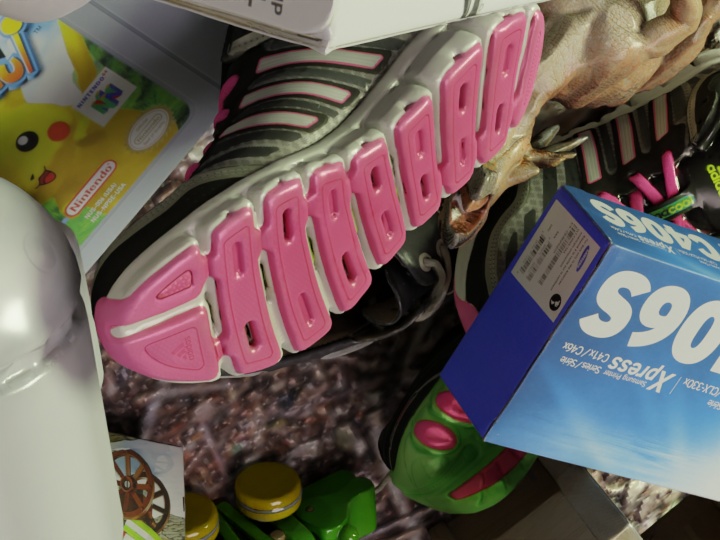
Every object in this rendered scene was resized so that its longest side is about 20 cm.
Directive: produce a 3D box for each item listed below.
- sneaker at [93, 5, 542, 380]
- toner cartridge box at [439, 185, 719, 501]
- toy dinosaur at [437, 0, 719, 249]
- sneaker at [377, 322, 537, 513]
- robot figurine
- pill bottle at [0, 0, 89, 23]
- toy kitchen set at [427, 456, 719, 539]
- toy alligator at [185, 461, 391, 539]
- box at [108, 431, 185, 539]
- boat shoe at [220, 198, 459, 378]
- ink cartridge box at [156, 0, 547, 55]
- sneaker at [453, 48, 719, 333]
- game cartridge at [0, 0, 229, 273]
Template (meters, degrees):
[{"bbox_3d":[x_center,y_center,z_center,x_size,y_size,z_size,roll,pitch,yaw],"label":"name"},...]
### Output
[{"bbox_3d":[-0.027,-0.040,0.736,0.200,0.087,0.074,-42,144,-28],"label":"sneaker"},{"bbox_3d":[0.137,0.039,0.862,0.199,0.043,0.095,16,116,-36],"label":"toner cartridge box"},{"bbox_3d":[0.095,-0.090,0.859,0.199,0.086,0.136,-17,143,-40],"label":"toy dinosaur"},{"bbox_3d":[0.080,0.025,0.955,0.200,0.084,0.077,-39,106,-20],"label":"sneaker"},{"bbox_3d":[-0.143,0.049,0.722,0.170,0.112,0.201,-48,139,-51],"label":"robot figurine"},{"bbox_3d":[-0.152,-0.153,0.608,0.199,0.114,0.114,26,108,-44],"label":"pill bottle"},{"bbox_3d":[0.111,0.100,0.946,0.163,0.200,0.181,-38,129,0],"label":"toy kitchen set"},{"bbox_3d":[-0.028,0.122,0.962,0.199,0.054,0.060,-18,125,-23],"label":"toy alligator"},{"bbox_3d":[-0.153,0.121,0.826,0.199,0.138,0.038,16,152,-42],"label":"box"},{"bbox_3d":[0.000,0.000,0.878,0.199,0.060,0.074,-8,124,-30],"label":"boat shoe"},{"bbox_3d":[0.020,-0.158,0.665,0.200,0.083,0.146,-21,124,-55],"label":"ink cartridge box"},{"bbox_3d":[0.123,-0.032,0.880,0.199,0.087,0.074,-36,108,-27],"label":"sneaker"},{"bbox_3d":[-0.129,-0.053,0.767,0.200,0.041,0.133,-49,133,10],"label":"game cartridge"}]
